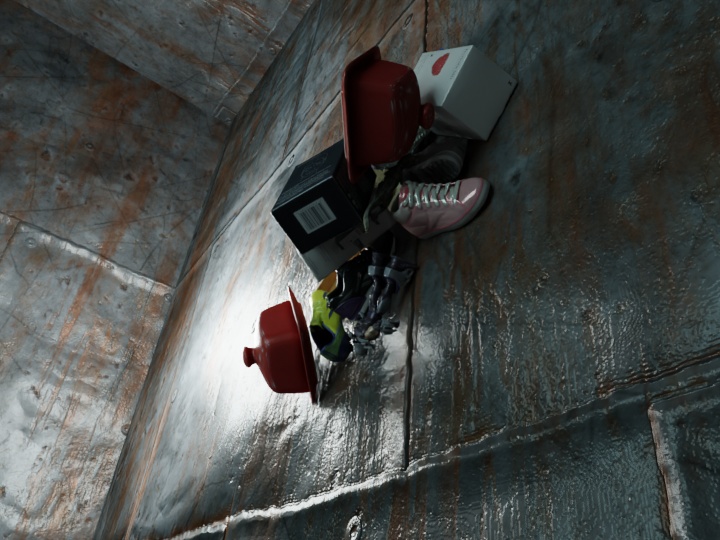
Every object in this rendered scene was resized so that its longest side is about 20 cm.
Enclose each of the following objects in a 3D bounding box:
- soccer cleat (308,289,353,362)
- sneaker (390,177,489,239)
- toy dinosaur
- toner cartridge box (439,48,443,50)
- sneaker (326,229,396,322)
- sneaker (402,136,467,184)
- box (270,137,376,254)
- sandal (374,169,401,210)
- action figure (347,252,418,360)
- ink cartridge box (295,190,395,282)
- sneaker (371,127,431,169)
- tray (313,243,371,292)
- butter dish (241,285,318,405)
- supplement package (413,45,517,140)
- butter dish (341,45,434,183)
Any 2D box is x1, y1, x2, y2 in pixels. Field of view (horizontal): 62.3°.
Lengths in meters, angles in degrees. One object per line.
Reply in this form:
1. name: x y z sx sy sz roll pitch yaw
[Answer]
1. soccer cleat: -0.076 0.104 1.229 0.065 0.083 0.202 -52 39 23
2. sneaker: 0.128 -0.122 1.049 0.199 0.104 0.077 -26 41 53
3. toy dinosaur: 0.041 -0.137 1.097 0.202 0.047 0.088 -59 3 -25
4. toner cartridge box: 0.135 -0.403 1.367 0.199 0.043 0.097 -37 38 46
5. sneaker: 0.000 0.000 1.204 0.203 0.087 0.076 -64 25 -1
6. sneaker: 0.140 -0.206 1.165 0.199 0.075 0.083 -3 48 56
7. box: -0.066 -0.151 1.153 0.147 0.108 0.201 -25 27 25
8. sandal: 0.035 -0.205 1.347 0.078 0.069 0.213 -54 27 21
9. action figure: 0.033 0.071 1.105 0.129 0.069 0.204 15 84 58
10. ink cartridge box: -0.039 -0.085 1.240 0.198 0.085 0.146 -36 20 -1
11. sneaker: 0.084 -0.273 1.273 0.199 0.070 0.099 -41 5 -18
12. tray: -0.034 0.004 1.329 0.201 0.037 0.099 -55 26 18
13. butter dish: -0.177 0.167 1.254 0.201 0.145 0.203 -119 19 -60
14. supplement package: 0.177 -0.336 1.131 0.123 0.118 0.200 -61 25 3
15. butter dish: 0.057 -0.274 1.044 0.201 0.145 0.203 -56 -33 -53
